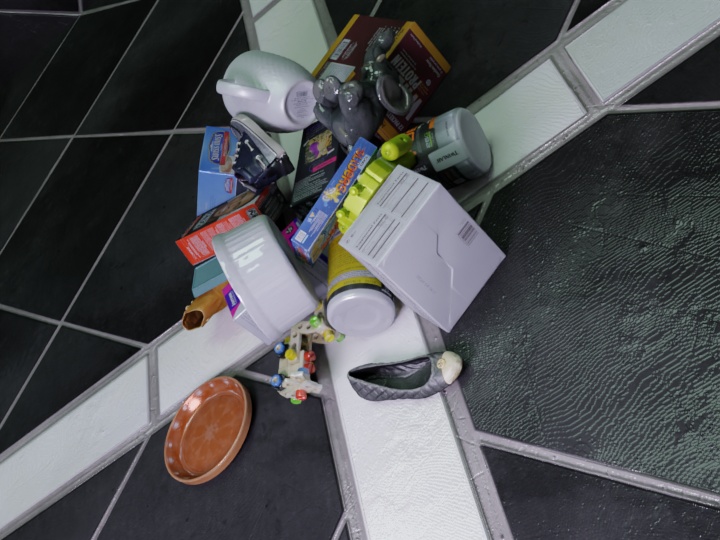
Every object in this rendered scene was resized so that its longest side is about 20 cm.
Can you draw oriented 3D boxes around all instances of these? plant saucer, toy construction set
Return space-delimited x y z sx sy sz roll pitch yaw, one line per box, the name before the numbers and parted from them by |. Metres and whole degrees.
plant saucer | -0.267 0.285 1.655 0.200 0.032 0.201 -26 43 27
toy construction set | -0.088 0.145 1.559 0.131 0.092 0.201 -21 36 31
plant saucer | -0.234 -0.018 1.718 0.199 0.019 0.070 -26 42 24

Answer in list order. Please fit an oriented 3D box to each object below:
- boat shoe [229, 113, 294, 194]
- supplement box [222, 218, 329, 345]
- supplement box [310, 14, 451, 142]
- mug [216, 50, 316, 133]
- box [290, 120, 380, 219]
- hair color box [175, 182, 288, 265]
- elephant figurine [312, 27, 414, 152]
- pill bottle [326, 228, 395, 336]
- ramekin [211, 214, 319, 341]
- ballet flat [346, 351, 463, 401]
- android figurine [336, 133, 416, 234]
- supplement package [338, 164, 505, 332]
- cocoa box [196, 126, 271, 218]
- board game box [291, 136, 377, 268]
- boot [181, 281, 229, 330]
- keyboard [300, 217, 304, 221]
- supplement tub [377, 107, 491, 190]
boat shoe | -0.211 -0.217 1.723 0.093 0.075 0.200 -38 45 -12
supplement box | -0.141 0.021 1.694 0.200 0.103 0.101 -44 38 9
supplement box | 0.028 -0.378 1.831 0.198 0.133 0.200 -55 39 -7
mug | -0.179 -0.336 1.770 0.175 0.199 0.149 27 111 47
box | -0.045 -0.181 1.749 0.106 0.122 0.201 -20 46 33
hair color box | -0.241 -0.090 1.748 0.199 0.061 0.102 -22 23 28
elephant figurine | 0.025 -0.313 1.655 0.200 0.156 0.141 -30 49 -33
pill bottle | 0.000 0.000 1.564 0.114 0.114 0.201 -26 44 27
ramekin | -0.151 0.006 1.530 0.097 0.201 0.201 -31 40 1
ballet flat | 0.066 0.161 1.414 0.199 0.057 0.067 -18 49 33
android figurine | 0.023 -0.131 1.479 0.200 0.041 0.182 -38 -18 -55
supplement package | 0.097 -0.033 1.428 0.156 0.200 0.111 -52 40 -5
cocoa box | -0.254 -0.165 1.853 0.201 0.130 0.134 104 170 -49
board game box | -0.041 -0.107 1.513 0.201 0.034 0.135 -57 -6 -10
boot | -0.257 0.035 1.761 0.201 0.071 0.144 -45 5 43
keyboard | -0.144 -0.016 1.793 0.200 0.040 0.104 -54 15 -4
supplement tub | 0.113 -0.188 1.603 0.199 0.122 0.123 -22 46 30
